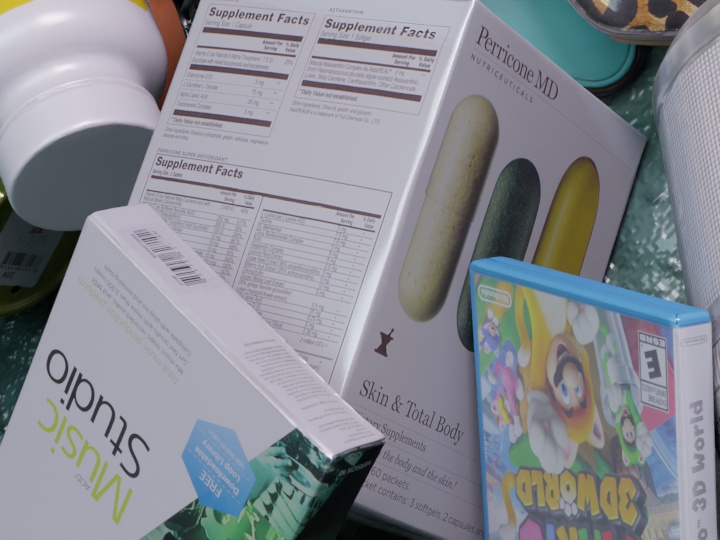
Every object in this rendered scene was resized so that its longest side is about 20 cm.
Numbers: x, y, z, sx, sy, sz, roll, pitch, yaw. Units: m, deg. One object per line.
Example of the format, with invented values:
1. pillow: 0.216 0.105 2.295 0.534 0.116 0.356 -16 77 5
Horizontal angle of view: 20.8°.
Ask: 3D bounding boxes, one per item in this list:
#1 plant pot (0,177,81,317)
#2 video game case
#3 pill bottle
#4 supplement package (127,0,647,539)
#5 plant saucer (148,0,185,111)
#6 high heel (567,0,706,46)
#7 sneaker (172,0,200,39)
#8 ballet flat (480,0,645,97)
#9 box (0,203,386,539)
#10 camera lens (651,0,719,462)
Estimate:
1. plant pot: -0.241 -0.066 1.065 0.200 0.187 0.188 37 95 26
2. video game case: 0.085 0.103 0.723 0.143 0.018 0.201 17 113 63
3. pill bottle: -0.159 -0.123 0.970 0.111 0.111 0.201 -37 57 20
4. supplement package: 0.000 0.000 0.840 0.150 0.152 0.201 11 78 40
5. plant saucer: -0.060 -0.135 1.026 0.199 0.037 0.201 -16 62 32
6. high heel: 0.114 -0.168 0.832 0.199 0.071 0.143 5 98 14
7. sneaker: -0.068 -0.122 0.929 0.076 0.114 0.201 -5 70 38
8. ballet flat: 0.047 -0.147 0.912 0.199 0.073 0.073 34 93 6
9. box: -0.083 0.097 0.760 0.144 0.036 0.201 42 125 28
10. camera lens: 0.192 -0.007 0.687 0.159 0.160 0.201 -22 59 29
